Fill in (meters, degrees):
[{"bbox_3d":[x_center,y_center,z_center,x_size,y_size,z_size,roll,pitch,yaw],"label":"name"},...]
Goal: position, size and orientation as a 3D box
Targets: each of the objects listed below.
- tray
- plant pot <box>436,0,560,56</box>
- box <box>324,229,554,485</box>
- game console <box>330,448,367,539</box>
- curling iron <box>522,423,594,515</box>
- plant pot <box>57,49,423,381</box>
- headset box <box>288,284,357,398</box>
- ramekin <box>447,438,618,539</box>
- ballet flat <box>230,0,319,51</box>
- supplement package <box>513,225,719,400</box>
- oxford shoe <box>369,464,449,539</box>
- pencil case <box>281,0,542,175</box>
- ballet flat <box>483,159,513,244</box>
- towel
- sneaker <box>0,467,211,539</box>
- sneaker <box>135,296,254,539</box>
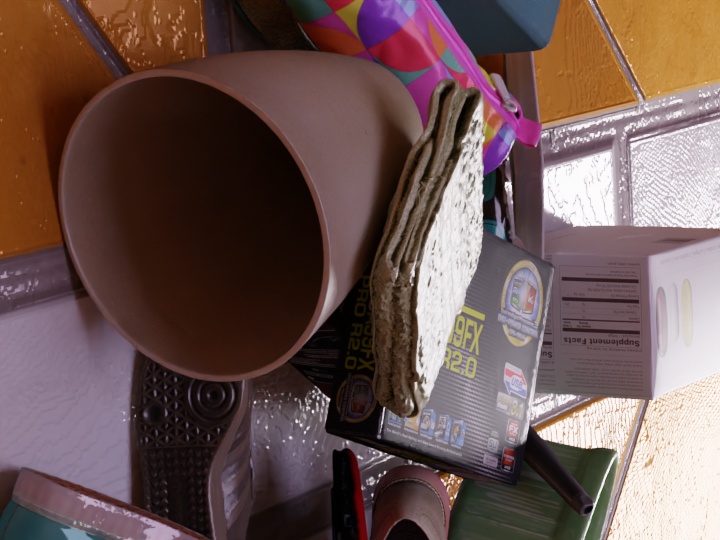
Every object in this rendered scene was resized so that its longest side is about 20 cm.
[{"bbox_3d":[0.122,-0.107,1.824,0.108,0.022,0.201,87,2,-48],"label":"tray"},{"bbox_3d":[0.035,-0.255,1.640,0.200,0.141,0.142,38,59,-44],"label":"plant pot"},{"bbox_3d":[0.057,0.050,1.631,0.200,0.044,0.161,25,73,-56],"label":"box"},{"bbox_3d":[-0.050,0.245,1.588,0.173,0.118,0.201,-98,-174,-51],"label":"game console"},{"bbox_3d":[0.099,0.116,1.730,0.049,0.200,0.026,-38,142,-15],"label":"curling iron"},{"bbox_3d":[-0.050,-0.058,1.456,0.200,0.186,0.189,-35,121,-53],"label":"plant pot"},{"bbox_3d":[0.000,0.000,1.648,0.200,0.075,0.150,44,55,-51],"label":"headset box"},{"bbox_3d":[0.115,0.214,1.773,0.200,0.097,0.201,17,90,-79],"label":"ramekin"},{"bbox_3d":[-0.017,-0.162,1.621,0.200,0.070,0.071,44,55,-51],"label":"ballet flat"},{"bbox_3d":[0.200,0.029,1.905,0.200,0.155,0.112,-14,104,-58],"label":"supplement package"},{"bbox_3d":[0.031,0.239,1.662,0.074,0.070,0.201,-73,158,-68],"label":"oxford shoe"},{"bbox_3d":[0.028,-0.143,1.559,0.200,0.088,0.089,47,51,-28],"label":"pencil case"},{"bbox_3d":[0.084,-0.042,1.795,0.064,0.075,0.202,11,85,-78],"label":"ballet flat"},{"bbox_3d":[0.040,-0.011,1.471,0.200,0.036,0.149,83,25,-59],"label":"towel"},{"bbox_3d":[-0.129,0.185,1.418,0.199,0.071,0.080,26,86,-27],"label":"sneaker"},{"bbox_3d":[-0.100,0.116,1.516,0.076,0.070,0.202,-1,98,-75],"label":"sneaker"}]
